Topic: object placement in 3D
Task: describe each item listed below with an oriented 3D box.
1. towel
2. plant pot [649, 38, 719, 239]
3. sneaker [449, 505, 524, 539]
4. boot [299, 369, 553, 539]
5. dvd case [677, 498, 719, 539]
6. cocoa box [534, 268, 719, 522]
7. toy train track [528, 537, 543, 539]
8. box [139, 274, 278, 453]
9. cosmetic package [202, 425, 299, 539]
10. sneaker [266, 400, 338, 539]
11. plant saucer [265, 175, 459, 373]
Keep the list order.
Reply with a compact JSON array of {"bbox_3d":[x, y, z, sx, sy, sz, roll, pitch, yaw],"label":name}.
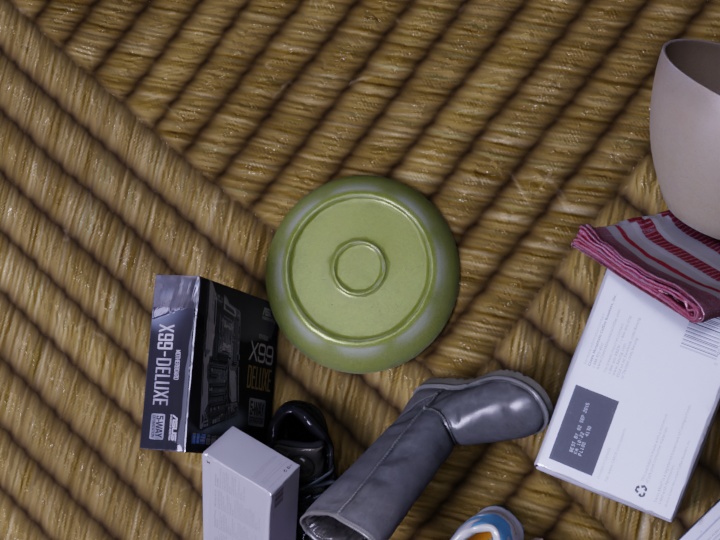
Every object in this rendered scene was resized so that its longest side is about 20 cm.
[{"bbox_3d":[0.297,-0.011,1.172,0.144,0.198,0.023,37,124,37],"label":"towel"},{"bbox_3d":[0.342,-0.104,1.203,0.198,0.200,0.136,26,118,18],"label":"plant pot"},{"bbox_3d":[0.079,0.312,1.257,0.076,0.081,0.202,30,95,17],"label":"sneaker"},{"bbox_3d":[0.060,0.174,1.211,0.181,0.200,0.073,-13,109,47],"label":"boot"},{"bbox_3d":[0.396,0.278,1.200,0.150,0.025,0.200,-45,72,6],"label":"dvd case"},{"bbox_3d":[0.256,0.108,1.209,0.132,0.131,0.202,21,88,16],"label":"cocoa box"},{"bbox_3d":[0.166,0.349,1.241,0.032,0.113,0.203,-9,90,58],"label":"toy train track"},{"bbox_3d":[-0.140,0.097,1.291,0.049,0.200,0.160,2,81,19],"label":"box"},{"bbox_3d":[-0.105,0.248,1.271,0.082,0.051,0.202,25,132,23],"label":"cosmetic package"},{"bbox_3d":[-0.049,0.223,1.290,0.075,0.114,0.202,-13,80,4],"label":"sneaker"},{"bbox_3d":[0.000,0.000,1.336,0.197,0.031,0.203,-1,80,6],"label":"plant saucer"}]
